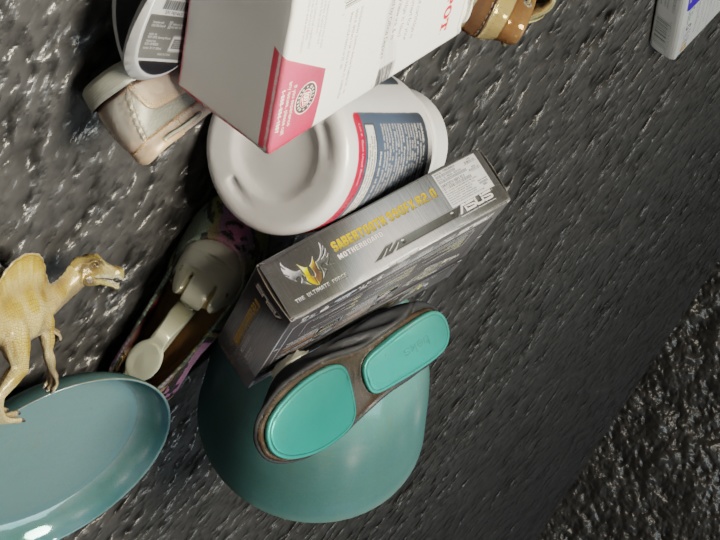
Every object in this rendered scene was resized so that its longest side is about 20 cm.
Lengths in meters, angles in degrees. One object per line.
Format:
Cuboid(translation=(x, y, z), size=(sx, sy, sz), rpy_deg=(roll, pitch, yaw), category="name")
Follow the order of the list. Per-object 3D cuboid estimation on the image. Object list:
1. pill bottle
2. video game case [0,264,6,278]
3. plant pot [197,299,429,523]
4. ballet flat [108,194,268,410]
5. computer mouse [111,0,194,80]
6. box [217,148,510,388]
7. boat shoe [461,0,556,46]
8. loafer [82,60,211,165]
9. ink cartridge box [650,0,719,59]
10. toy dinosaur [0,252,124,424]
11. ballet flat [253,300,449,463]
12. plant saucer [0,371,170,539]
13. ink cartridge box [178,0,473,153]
Cuboid(translation=(-0.015, -0.091, 1.216), size=(0.120, 0.119, 0.200), rpy_deg=(-59, 159, 19), category="pill bottle")
Cuboid(translation=(-0.293, 0.048, 0.977), size=(0.183, 0.023, 0.200), rpy_deg=(-49, 162, -9), category="video game case")
Cuboid(translation=(-0.032, 0.082, 1.348), size=(0.200, 0.200, 0.161), rpy_deg=(-41, 162, -28), category="plant pot")
Cuboid(translation=(-0.133, 0.031, 1.236), size=(0.201, 0.069, 0.071), rpy_deg=(-56, 179, 19), category="ballet flat")
Cuboid(translation=(-0.099, -0.206, 0.942), size=(0.201, 0.044, 0.109), rpy_deg=(-62, 161, 15), category="computer mouse")
Cuboid(translation=(0.000, 0.000, 1.211), size=(0.199, 0.049, 0.159), rpy_deg=(-28, 169, -23), category="box")
Cuboid(translation=(0.121, -0.226, 1.299), size=(0.076, 0.073, 0.200), rpy_deg=(-61, 178, 36), category="boat shoe")
Cuboid(translation=(-0.090, -0.122, 1.052), size=(0.199, 0.063, 0.072), rpy_deg=(-30, 179, -43), category="loafer")
Cuboid(translation=(0.405, -0.358, 1.820), size=(0.200, 0.043, 0.198), rpy_deg=(-45, 160, -14), category="ink cartridge box")
Cuboid(translation=(-0.225, 0.039, 1.030), size=(0.200, 0.058, 0.102), rpy_deg=(-32, 140, -63), category="toy dinosaur")
Cuboid(translation=(-0.019, 0.080, 1.209), size=(0.199, 0.073, 0.073), rpy_deg=(-32, 153, -36), category="ballet flat")
Cuboid(translation=(-0.233, 0.140, 1.206), size=(0.199, 0.027, 0.201), rpy_deg=(-28, 149, -18), category="plant saucer")
Cuboid(translation=(-0.009, -0.184, 0.990), size=(0.199, 0.085, 0.146), rpy_deg=(-34, 151, -39), category="ink cartridge box")
